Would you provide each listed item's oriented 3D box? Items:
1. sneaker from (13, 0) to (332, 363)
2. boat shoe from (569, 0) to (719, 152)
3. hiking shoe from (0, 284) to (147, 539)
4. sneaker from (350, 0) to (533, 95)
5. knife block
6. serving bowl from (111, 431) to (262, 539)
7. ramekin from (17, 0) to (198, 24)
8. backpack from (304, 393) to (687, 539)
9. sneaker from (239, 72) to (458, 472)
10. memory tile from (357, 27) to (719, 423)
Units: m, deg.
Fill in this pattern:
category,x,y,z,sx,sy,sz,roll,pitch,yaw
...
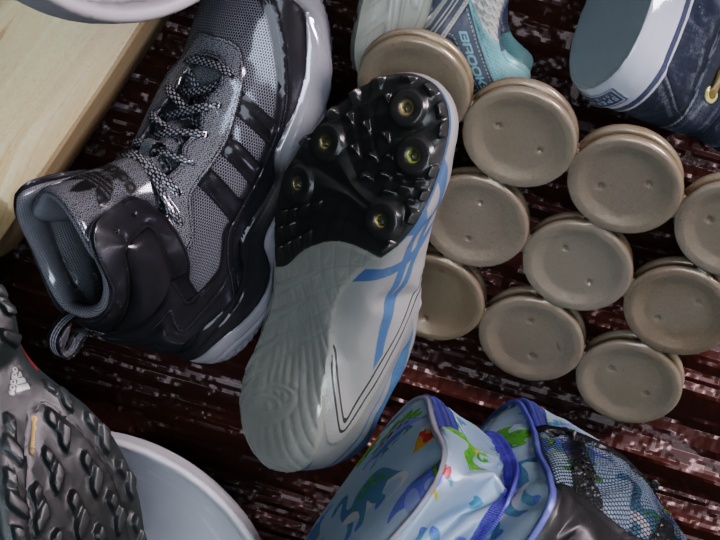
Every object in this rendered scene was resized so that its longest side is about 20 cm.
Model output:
category,x,y,z,sx,sy,sz,roll,pitch,yaw
sneaker,-0.082,-0.051,0.774,0.075,0.113,0.201,26,110,39
boat shoe,0.163,-0.152,0.768,0.091,0.071,0.201,21,91,-27
hiking shoe,-0.163,0.077,0.784,0.086,0.074,0.201,-14,106,48
sneaker,0.059,-0.168,0.761,0.086,0.078,0.201,15,114,9
knife block,-0.167,-0.041,0.817,0.199,0.064,0.177,-9,101,7
serving bowl,-0.128,0.168,0.852,0.199,0.066,0.201,1,98,7
ramekin,-0.124,-0.199,0.702,0.105,0.200,0.201,10,105,39
backpack,0.047,0.142,0.766,0.147,0.200,0.183,34,99,-2
sneaker,0.000,0.000,0.786,0.072,0.072,0.201,36,123,26
memory tile,0.074,-0.016,0.792,0.199,0.017,0.154,24,130,-1
